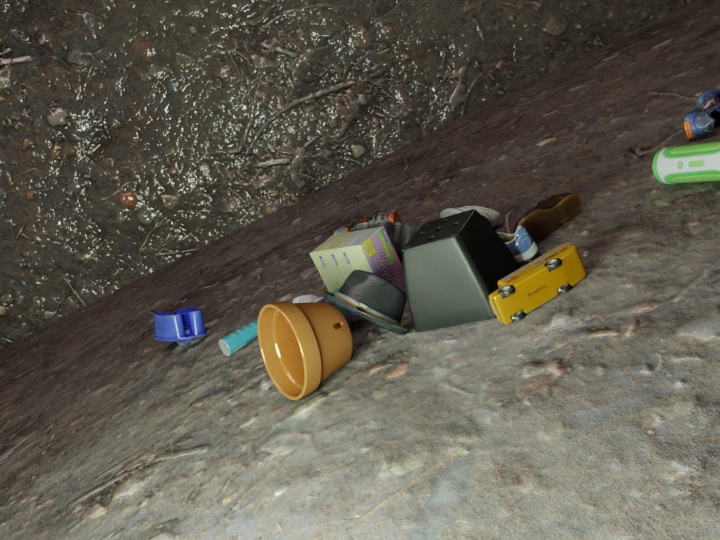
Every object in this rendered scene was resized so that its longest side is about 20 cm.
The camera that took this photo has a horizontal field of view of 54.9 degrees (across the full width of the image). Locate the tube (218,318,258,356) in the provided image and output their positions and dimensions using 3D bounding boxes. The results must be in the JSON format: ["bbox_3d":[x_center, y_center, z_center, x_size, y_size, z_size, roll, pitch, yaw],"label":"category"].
[{"bbox_3d":[-0.298,0.165,1.912,0.077,0.051,0.199,5,29,47],"label":"tube"}]

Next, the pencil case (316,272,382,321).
[{"bbox_3d":[-0.027,0.082,1.622,0.199,0.085,0.094,-29,55,34],"label":"pencil case"}]

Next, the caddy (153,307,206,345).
[{"bbox_3d":[-0.562,0.180,2.157,0.140,0.107,0.199,-8,4,-34],"label":"caddy"}]

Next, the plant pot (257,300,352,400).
[{"bbox_3d":[-0.109,0.149,1.445,0.139,0.203,0.199,-18,10,-32],"label":"plant pot"}]

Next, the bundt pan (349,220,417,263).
[{"bbox_3d":[0.065,-0.052,1.805,0.200,0.201,0.077,-13,62,37],"label":"bundt pan"}]

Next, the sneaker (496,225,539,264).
[{"bbox_3d":[0.300,-0.044,1.570,0.198,0.078,0.076,-20,19,26],"label":"sneaker"}]

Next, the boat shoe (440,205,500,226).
[{"bbox_3d":[0.298,-0.145,1.885,0.065,0.073,0.199,-29,17,-26],"label":"boat shoe"}]

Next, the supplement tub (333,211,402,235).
[{"bbox_3d":[0.029,-0.095,2.046,0.198,0.124,0.123,-20,18,19],"label":"supplement tub"}]

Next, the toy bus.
[{"bbox_3d":[0.336,0.024,1.335,0.198,0.066,0.078,-29,17,-8],"label":"toy bus"}]

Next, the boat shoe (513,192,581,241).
[{"bbox_3d":[0.430,-0.126,1.635,0.198,0.071,0.070,-25,22,-25],"label":"boat shoe"}]

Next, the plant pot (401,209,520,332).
[{"bbox_3d":[0.196,-0.009,1.452,0.198,0.179,0.200,-15,21,35],"label":"plant pot"}]

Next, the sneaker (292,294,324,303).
[{"bbox_3d":[-0.164,0.124,1.780,0.198,0.076,0.115,-26,15,-16],"label":"sneaker"}]

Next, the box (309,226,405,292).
[{"bbox_3d":[0.000,0.000,1.714,0.199,0.178,0.096,-7,26,49],"label":"box"}]

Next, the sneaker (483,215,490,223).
[{"bbox_3d":[0.243,-0.086,1.788,0.107,0.068,0.201,-30,11,-28],"label":"sneaker"}]

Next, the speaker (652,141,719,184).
[{"bbox_3d":[0.726,-0.229,1.471,0.088,0.089,0.199,-33,18,-23],"label":"speaker"}]

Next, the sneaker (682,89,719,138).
[{"bbox_3d":[0.893,-0.397,1.765,0.078,0.076,0.200,5,43,45],"label":"sneaker"}]

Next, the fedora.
[{"bbox_3d":[0.027,0.058,1.468,0.093,0.199,0.200,-64,22,-2],"label":"fedora"}]
